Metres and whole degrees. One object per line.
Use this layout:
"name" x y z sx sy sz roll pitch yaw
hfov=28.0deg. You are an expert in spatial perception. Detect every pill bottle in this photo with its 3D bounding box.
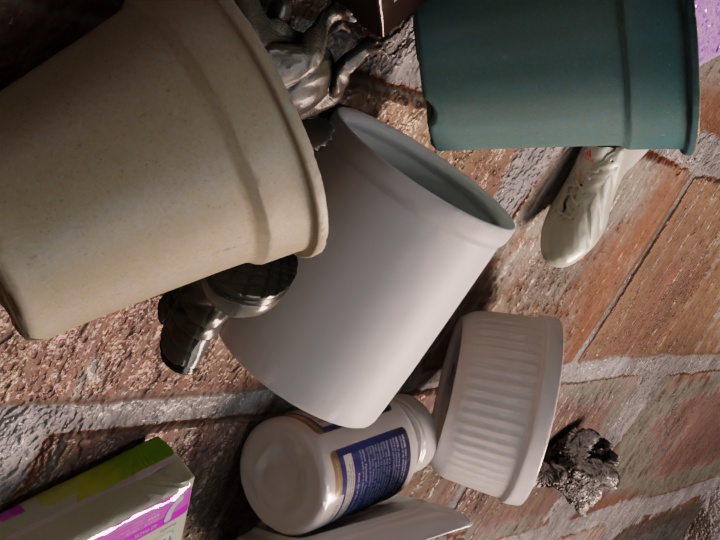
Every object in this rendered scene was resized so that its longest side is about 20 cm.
"pill bottle" -0.014 0.179 1.408 0.199 0.111 0.112 -11 133 -51

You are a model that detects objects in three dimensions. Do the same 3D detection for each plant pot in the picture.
"plant pot" -0.147 -0.057 0.858 0.183 0.201 0.201 -29 147 -17
"plant pot" 0.142 -0.174 1.082 0.194 0.202 0.201 -7 150 7

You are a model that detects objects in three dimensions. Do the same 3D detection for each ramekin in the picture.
"ramekin" 0.138 0.138 1.519 0.200 0.104 0.202 -168 -90 -89

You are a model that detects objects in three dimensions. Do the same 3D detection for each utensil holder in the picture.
"utensil holder" 0.000 0.000 1.153 0.201 0.170 0.170 -57 152 13

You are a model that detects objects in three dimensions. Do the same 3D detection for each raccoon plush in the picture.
"raccoon plush" 0.278 0.298 2.074 0.198 0.097 0.134 3 141 -24

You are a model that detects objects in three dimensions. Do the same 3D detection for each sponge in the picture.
"sponge" 0.382 -0.277 1.555 0.199 0.030 0.112 -30 146 -35

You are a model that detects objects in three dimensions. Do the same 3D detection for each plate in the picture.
"plate" -0.019 0.254 1.418 0.198 0.033 0.199 -11 179 -24

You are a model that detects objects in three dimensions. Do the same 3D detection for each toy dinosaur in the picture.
"toy dinosaur" -0.049 -0.144 0.999 0.103 0.077 0.200 -51 153 -1

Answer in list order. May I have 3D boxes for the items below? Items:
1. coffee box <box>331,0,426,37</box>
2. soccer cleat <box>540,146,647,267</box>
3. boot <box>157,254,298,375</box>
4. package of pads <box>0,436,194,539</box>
"coffee box" 0.053 -0.272 0.997 0.200 0.080 0.113 -42 152 -19
"soccer cleat" 0.247 -0.097 1.533 0.201 0.069 0.078 -56 149 -6
"boot" -0.102 0.023 1.026 0.067 0.200 0.131 20 109 -15
"package of pads" -0.234 0.244 1.192 0.199 0.068 0.155 -23 140 -42
